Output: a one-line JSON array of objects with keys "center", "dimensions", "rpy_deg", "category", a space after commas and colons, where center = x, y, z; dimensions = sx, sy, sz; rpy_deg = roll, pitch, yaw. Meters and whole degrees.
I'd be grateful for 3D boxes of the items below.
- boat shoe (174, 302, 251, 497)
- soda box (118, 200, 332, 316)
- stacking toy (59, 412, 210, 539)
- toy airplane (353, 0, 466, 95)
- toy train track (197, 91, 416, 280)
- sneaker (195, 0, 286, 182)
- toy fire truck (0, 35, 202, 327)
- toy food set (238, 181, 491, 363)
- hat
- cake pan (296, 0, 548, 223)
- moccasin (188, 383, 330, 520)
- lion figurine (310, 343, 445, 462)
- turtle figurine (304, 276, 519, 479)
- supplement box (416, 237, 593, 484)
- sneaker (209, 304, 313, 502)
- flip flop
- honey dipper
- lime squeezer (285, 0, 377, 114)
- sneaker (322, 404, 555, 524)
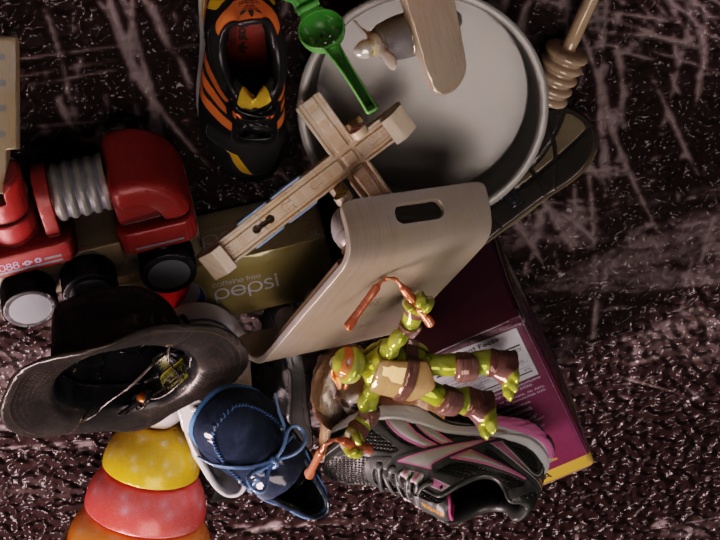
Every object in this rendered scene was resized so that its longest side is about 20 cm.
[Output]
[{"center": [-0.119, 0.112, 1.635], "dimensions": [0.073, 0.066, 0.201], "rpy_deg": [-14, 135, 2], "category": "boat shoe"}, {"center": [-0.124, -0.003, 1.618], "dimensions": [0.198, 0.068, 0.064], "rpy_deg": [-13, 131, -2], "category": "soda box"}, {"center": [-0.185, 0.184, 1.738], "dimensions": [0.145, 0.146, 0.201], "rpy_deg": [6, 111, -18], "category": "stacking toy"}, {"center": [0.022, -0.253, 1.413], "dimensions": [0.141, 0.201, 0.199], "rpy_deg": [-3, 156, 46], "category": "toy airplane"}, {"center": [-0.041, -0.059, 1.518], "dimensions": [0.199, 0.033, 0.115], "rpy_deg": [-37, 112, 3], "category": "toy train track"}, {"center": [-0.090, -0.137, 1.502], "dimensions": [0.069, 0.090, 0.201], "rpy_deg": [-7, 129, -7], "category": "sneaker"}, {"center": [-0.227, -0.079, 1.515], "dimensions": [0.175, 0.129, 0.201], "rpy_deg": [-13, 140, -3], "category": "toy fire truck"}, {"center": [0.000, 0.000, 1.558], "dimensions": [0.143, 0.061, 0.200], "rpy_deg": [-10, 155, -37], "category": "toy food set"}, {"center": [-0.191, 0.059, 1.524], "dimensions": [0.199, 0.081, 0.201], "rpy_deg": [-15, 157, -7], "category": "hat"}, {"center": [0.049, -0.133, 1.544], "dimensions": [0.198, 0.037, 0.202], "rpy_deg": [0, 116, -1], "category": "cake pan"}, {"center": [-0.071, 0.151, 1.610], "dimensions": [0.081, 0.068, 0.200], "rpy_deg": [-50, 148, 0], "category": "moccasin"}, {"center": [0.022, 0.119, 1.746], "dimensions": [0.199, 0.072, 0.123], "rpy_deg": [-2, 112, -52], "category": "lion figurine"}, {"center": [0.038, 0.092, 1.576], "dimensions": [0.160, 0.065, 0.201], "rpy_deg": [12, 117, -18], "category": "turtle figurine"}, {"center": [0.116, 0.085, 1.706], "dimensions": [0.103, 0.131, 0.201], "rpy_deg": [-23, 129, 8], "category": "supplement box"}, {"center": [-0.099, 0.119, 1.729], "dimensions": [0.103, 0.060, 0.201], "rpy_deg": [-13, 133, -7], "category": "sneaker"}, {"center": [0.107, -0.072, 1.622], "dimensions": [0.199, 0.058, 0.081], "rpy_deg": [-31, 90, 11], "category": "flip flop"}, {"center": [0.187, -0.220, 1.537], "dimensions": [0.038, 0.038, 0.201], "rpy_deg": [11, 123, -21], "category": "honey dipper"}, {"center": [-0.042, -0.203, 1.463], "dimensions": [0.038, 0.071, 0.201], "rpy_deg": [-26, 90, 11], "category": "lime squeezer"}, {"center": [0.060, 0.169, 1.634], "dimensions": [0.198, 0.087, 0.081], "rpy_deg": [-3, 134, 17], "category": "sneaker"}]
